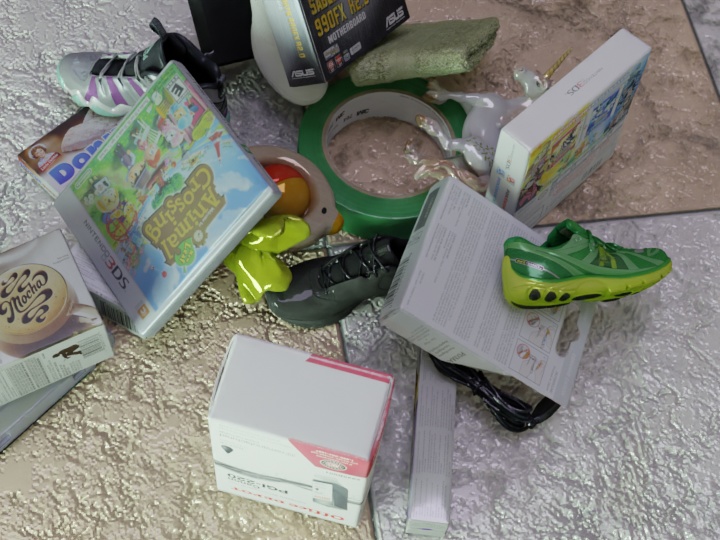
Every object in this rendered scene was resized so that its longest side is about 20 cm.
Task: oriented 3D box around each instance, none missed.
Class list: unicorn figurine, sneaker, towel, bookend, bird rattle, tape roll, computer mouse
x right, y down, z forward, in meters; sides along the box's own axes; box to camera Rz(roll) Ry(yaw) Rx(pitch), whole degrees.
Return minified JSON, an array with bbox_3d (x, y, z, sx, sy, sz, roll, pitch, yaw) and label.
[{"bbox_3d":[0.130,-0.162,1.324,0.137,0.074,0.201,19,73,0],"label":"unicorn figurine"},{"bbox_3d":[-0.230,-0.220,1.301,0.199,0.140,0.078,16,60,2],"label":"sneaker"},{"bbox_3d":[-0.082,-0.274,1.308,0.075,0.088,0.201,-21,100,-14],"label":"sneaker"},{"bbox_3d":[0.074,-0.246,1.368,0.147,0.037,0.200,-3,20,17],"label":"towel"},{"bbox_3d":[-0.118,-0.343,1.386,0.199,0.092,0.200,-17,99,-15],"label":"bookend"},{"bbox_3d":[-0.109,-0.070,1.248,0.162,0.113,0.200,-16,52,-31],"label":"bird rattle"},{"bbox_3d":[0.226,-0.012,1.204,0.199,0.074,0.084,-4,77,-29],"label":"sneaker"},{"bbox_3d":[0.029,-0.128,1.354,0.199,0.048,0.202,2,59,-4],"label":"tape roll"},{"bbox_3d":[0.171,0.066,1.238,0.140,0.046,0.200,45,52,2],"label":"computer mouse"},{"bbox_3d":[0.000,0.000,1.251,0.199,0.091,0.076,-14,66,-12],"label":"sneaker"}]

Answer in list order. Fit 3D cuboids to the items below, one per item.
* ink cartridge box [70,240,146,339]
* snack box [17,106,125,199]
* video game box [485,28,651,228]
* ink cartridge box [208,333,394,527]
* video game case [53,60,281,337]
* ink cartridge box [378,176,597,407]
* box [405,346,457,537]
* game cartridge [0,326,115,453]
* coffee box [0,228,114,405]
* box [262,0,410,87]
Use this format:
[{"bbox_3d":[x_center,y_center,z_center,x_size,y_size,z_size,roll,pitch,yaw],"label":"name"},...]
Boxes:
[{"bbox_3d":[-0.214,-0.037,1.278,0.108,0.050,0.200,27,60,11],"label":"ink cartridge box"},{"bbox_3d":[-0.277,-0.156,1.356,0.072,0.024,0.200,41,64,16],"label":"snack box"},{"bbox_3d":[0.212,-0.134,1.297,0.047,0.183,0.200,41,64,18],"label":"video game box"},{"bbox_3d":[-0.055,0.148,1.094,0.145,0.200,0.085,15,64,4],"label":"ink cartridge box"},{"bbox_3d":[-0.192,-0.069,1.184,0.200,0.022,0.182,-46,67,18],"label":"video game case"},{"bbox_3d":[0.132,0.026,1.210,0.199,0.057,0.163,34,59,-18],"label":"ink cartridge box"},{"bbox_3d":[0.070,0.156,1.194,0.041,0.039,0.201,6,59,-1],"label":"box"},{"bbox_3d":[-0.352,0.096,1.196,0.129,0.038,0.200,40,64,13],"label":"game cartridge"},{"bbox_3d":[-0.347,0.060,1.146,0.199,0.080,0.113,-24,67,-13],"label":"coffee box"},{"bbox_3d":[-0.030,-0.303,1.285,0.048,0.159,0.200,-2,27,32],"label":"box"}]
